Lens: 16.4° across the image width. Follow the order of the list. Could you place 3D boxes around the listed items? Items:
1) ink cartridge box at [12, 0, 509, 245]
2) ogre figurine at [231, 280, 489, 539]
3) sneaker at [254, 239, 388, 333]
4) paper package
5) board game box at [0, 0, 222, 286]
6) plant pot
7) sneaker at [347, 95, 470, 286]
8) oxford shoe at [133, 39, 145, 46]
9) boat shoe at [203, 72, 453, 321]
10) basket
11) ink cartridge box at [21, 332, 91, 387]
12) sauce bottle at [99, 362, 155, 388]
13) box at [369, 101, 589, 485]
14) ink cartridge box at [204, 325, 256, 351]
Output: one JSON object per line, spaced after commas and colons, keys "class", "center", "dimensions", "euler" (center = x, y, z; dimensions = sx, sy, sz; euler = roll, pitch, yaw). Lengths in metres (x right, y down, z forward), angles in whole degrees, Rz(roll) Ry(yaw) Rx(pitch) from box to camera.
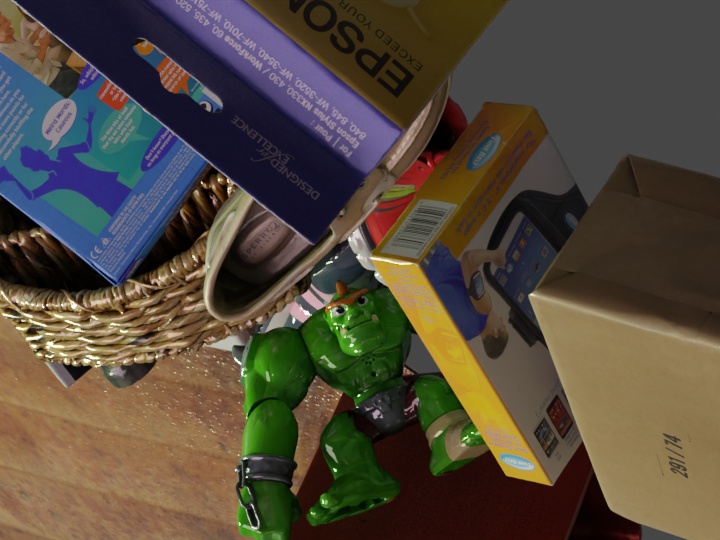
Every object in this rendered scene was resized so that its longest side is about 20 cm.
{"class": "ink cartridge box", "center": [-0.041, -0.143, 1.161], "dimensions": [0.197, 0.200, 0.047], "euler": [39, 140, -2]}
{"class": "ogre figurine", "center": [0.008, 0.069, 1.441], "dimensions": [0.120, 0.199, 0.098], "euler": [65, -167, 17]}
{"class": "sneaker", "center": [0.000, 0.000, 1.521], "dimensions": [0.082, 0.070, 0.200], "euler": [20, 156, -11]}
{"class": "paper package", "center": [0.206, 0.058, 1.290], "dimensions": [0.190, 0.104, 0.200], "euler": [16, 146, 35]}
{"class": "board game box", "center": [-0.164, -0.113, 1.368], "dimensions": [0.200, 0.152, 0.045], "euler": [38, -171, 0]}
{"class": "plant pot", "center": [0.056, 0.175, 1.523], "dimensions": [0.175, 0.200, 0.200], "euler": [14, 147, 19]}
{"class": "sneaker", "center": [0.029, -0.056, 1.368], "dimensions": [0.085, 0.077, 0.200], "euler": [1, 139, 38]}
{"class": "oxford shoe", "center": [-0.084, -0.166, 1.248], "dimensions": [0.071, 0.200, 0.071], "euler": [-32, 91, 20]}
{"class": "boat shoe", "center": [-0.020, -0.047, 1.307], "dimensions": [0.072, 0.065, 0.200], "euler": [34, 126, -13]}
{"class": "basket", "center": [-0.138, -0.042, 1.448], "dimensions": [0.199, 0.143, 0.149], "euler": [-13, 131, 24]}
{"class": "ink cartridge box", "center": [-0.252, -0.006, 1.732], "dimensions": [0.200, 0.039, 0.100], "euler": [42, 169, 47]}
{"class": "sauce bottle", "center": [-0.201, -0.006, 1.593], "dimensions": [0.065, 0.065, 0.200], "euler": [2, 140, 50]}
{"class": "box", "center": [0.091, 0.022, 1.357], "dimensions": [0.041, 0.119, 0.200], "euler": [8, 142, 45]}
{"class": "ink cartridge box", "center": [-0.171, -0.034, 1.686], "dimensions": [0.176, 0.045, 0.200], "euler": [8, 141, 44]}
